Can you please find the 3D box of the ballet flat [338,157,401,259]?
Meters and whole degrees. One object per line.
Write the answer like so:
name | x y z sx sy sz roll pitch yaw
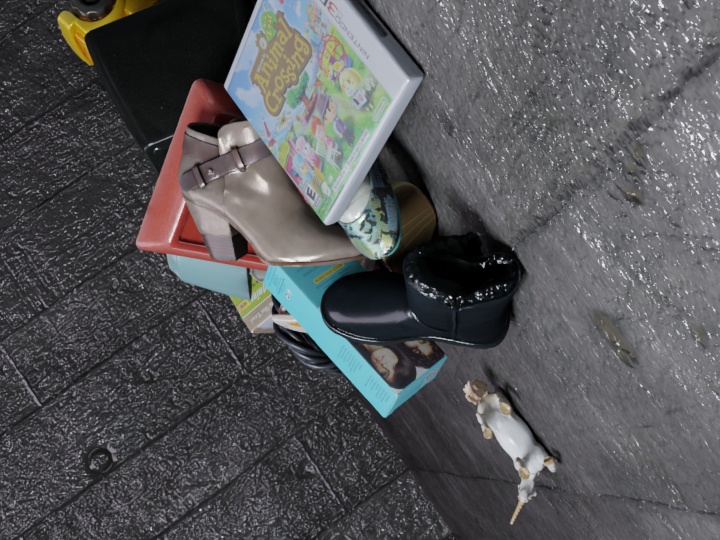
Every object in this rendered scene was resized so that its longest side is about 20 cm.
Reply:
ballet flat | -0.015 -0.097 1.059 0.074 0.074 0.201 66 -175 -51

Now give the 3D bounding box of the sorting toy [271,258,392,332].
sorting toy | 0.000 0.000 1.308 0.106 0.202 0.180 17 170 21

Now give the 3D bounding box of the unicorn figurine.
unicorn figurine | 0.190 0.216 1.330 0.137 0.073 0.202 34 -145 -87

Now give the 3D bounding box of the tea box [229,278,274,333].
tea box | -0.115 -0.025 1.601 0.198 0.133 0.200 57 -160 16

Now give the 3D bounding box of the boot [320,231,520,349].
boot | 0.051 0.016 1.029 0.198 0.077 0.168 7 160 9

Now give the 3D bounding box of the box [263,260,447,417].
box | -0.008 0.051 1.148 0.200 0.082 0.049 46 145 15

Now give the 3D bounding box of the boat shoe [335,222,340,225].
boat shoe | -0.062 -0.131 1.140 0.060 0.072 0.203 -21 100 38

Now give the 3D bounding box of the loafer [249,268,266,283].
loafer | -0.086 -0.074 1.305 0.072 0.201 0.063 31 -170 16

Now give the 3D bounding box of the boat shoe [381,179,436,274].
boat shoe | 0.040 -0.042 1.152 0.065 0.072 0.200 46 174 28

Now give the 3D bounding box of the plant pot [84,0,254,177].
plant pot | -0.183 -0.188 1.279 0.200 0.198 0.179 67 -179 -55

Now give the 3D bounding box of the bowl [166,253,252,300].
bowl | -0.196 -0.060 1.406 0.201 0.104 0.203 178 90 -86

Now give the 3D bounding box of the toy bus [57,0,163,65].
toy bus | -0.263 -0.317 1.425 0.192 0.200 0.136 46 170 12

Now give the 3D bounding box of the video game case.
video game case | -0.042 -0.169 0.971 0.183 0.022 0.200 53 142 17

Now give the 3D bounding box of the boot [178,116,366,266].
boot | -0.092 -0.083 1.096 0.070 0.198 0.148 -57 -36 -67

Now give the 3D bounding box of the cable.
cable | -0.028 0.067 1.390 0.199 0.051 0.164 15 -142 -43

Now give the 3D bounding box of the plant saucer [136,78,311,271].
plant saucer | -0.124 -0.091 1.201 0.199 0.201 0.037 10 -159 -39

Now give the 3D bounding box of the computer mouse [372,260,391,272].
computer mouse | 0.007 -0.004 1.182 0.200 0.034 0.059 50 -178 3
